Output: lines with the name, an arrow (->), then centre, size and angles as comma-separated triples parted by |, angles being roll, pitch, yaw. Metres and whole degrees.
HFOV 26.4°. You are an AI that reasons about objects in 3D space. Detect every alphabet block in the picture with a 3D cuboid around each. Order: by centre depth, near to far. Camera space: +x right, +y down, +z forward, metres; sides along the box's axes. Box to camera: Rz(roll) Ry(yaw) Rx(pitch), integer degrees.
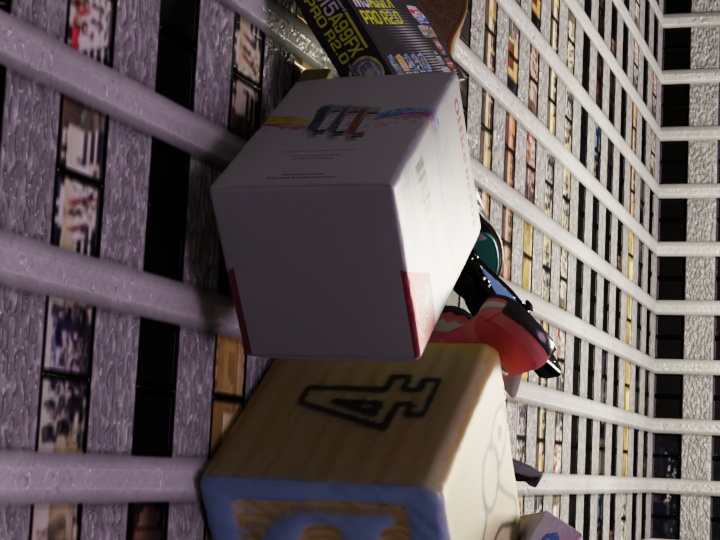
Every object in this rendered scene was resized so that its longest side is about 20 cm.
alphabet block -> 0.009, 0.188, 1.224 | 0.200, 0.194, 0.197 | -57, 144, -57

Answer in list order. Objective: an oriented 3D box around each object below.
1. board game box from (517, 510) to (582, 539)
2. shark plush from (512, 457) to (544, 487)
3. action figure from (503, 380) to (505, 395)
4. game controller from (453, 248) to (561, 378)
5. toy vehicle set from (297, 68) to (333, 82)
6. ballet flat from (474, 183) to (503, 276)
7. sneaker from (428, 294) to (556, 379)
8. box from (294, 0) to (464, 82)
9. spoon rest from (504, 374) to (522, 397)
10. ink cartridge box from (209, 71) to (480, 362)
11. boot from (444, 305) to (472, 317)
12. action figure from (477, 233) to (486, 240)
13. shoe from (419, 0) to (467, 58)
board game box -> 0.107, 0.309, 1.340 | 0.201, 0.041, 0.200 | -58, 180, -12
shark plush -> 0.084, 0.146, 1.479 | 0.091, 0.199, 0.084 | 9, 114, -60
action figure -> 0.065, 0.143, 1.376 | 0.052, 0.200, 0.066 | 44, 7, -49
game controller -> 0.135, 0.039, 1.425 | 0.105, 0.042, 0.200 | 52, 8, 29
toy vehicle set -> -0.050, -0.064, 1.301 | 0.201, 0.026, 0.125 | -68, 152, -46
ballet flat -> 0.101, -0.057, 1.526 | 0.201, 0.067, 0.064 | 63, 27, -51
sneaker -> 0.093, 0.081, 1.300 | 0.074, 0.200, 0.087 | 45, 66, -13
box -> 0.009, -0.219, 1.332 | 0.161, 0.044, 0.200 | 60, 21, 3
spoon rest -> 0.054, 0.106, 1.430 | 0.061, 0.198, 0.100 | 51, -39, 43
ink cartridge box -> -0.004, -0.046, 1.175 | 0.200, 0.143, 0.147 | -58, 143, -55
boot -> 0.082, 0.155, 1.605 | 0.168, 0.075, 0.203 | -45, 138, -68
action figure -> 0.044, 0.040, 1.439 | 0.201, 0.054, 0.118 | -59, 148, 2
shoe -> 0.070, -0.242, 1.613 | 0.053, 0.069, 0.202 | -42, -144, 54
